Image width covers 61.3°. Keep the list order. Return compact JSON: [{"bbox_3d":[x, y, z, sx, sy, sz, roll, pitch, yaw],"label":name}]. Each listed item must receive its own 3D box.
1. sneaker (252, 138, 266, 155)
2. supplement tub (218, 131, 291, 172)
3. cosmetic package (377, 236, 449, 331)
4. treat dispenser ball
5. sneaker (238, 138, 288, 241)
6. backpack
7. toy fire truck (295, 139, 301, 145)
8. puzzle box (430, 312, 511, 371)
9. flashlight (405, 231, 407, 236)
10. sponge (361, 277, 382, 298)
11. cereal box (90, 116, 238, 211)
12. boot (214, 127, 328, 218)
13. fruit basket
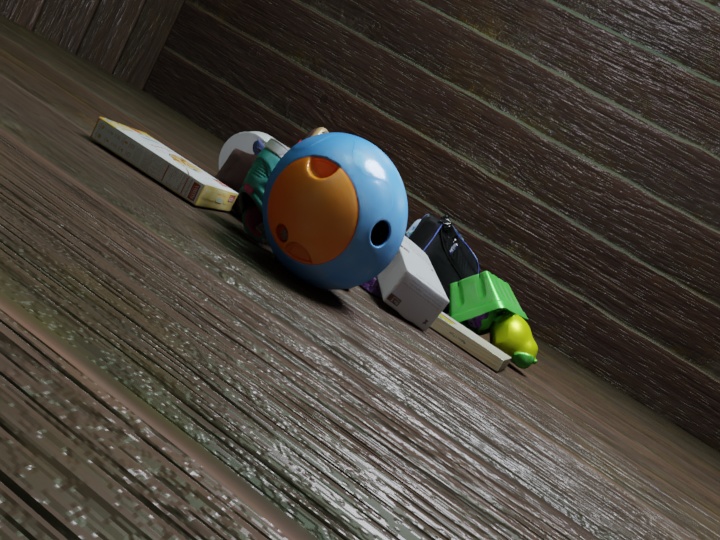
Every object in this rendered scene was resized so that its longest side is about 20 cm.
[{"bbox_3d":[-0.103,-0.191,1.090,0.196,0.080,0.075,26,17,4],"label":"sneaker"},{"bbox_3d":[-0.212,-0.215,1.315,0.142,0.147,0.200,31,6,10],"label":"supplement tub"},{"bbox_3d":[0.084,0.010,1.086,0.101,0.075,0.201,35,16,-20],"label":"cosmetic package"},{"bbox_3d":[-0.034,-0.078,0.812,0.197,0.205,0.201,29,6,-3],"label":"treat dispenser ball"},{"bbox_3d":[-0.118,-0.089,0.928,0.083,0.121,0.201,32,-13,39],"label":"sneaker"},{"bbox_3d":[0.175,-0.013,1.434,0.199,0.185,0.146,40,-4,-33],"label":"backpack"},{"bbox_3d":[-0.058,-0.175,1.282,0.198,0.049,0.142,36,-15,18],"label":"toy fire truck"},{"bbox_3d":[0.190,0.123,1.152,0.197,0.026,0.132,34,7,21],"label":"puzzle box"},{"bbox_3d":[0.066,-0.075,1.378,0.067,0.068,0.200,40,-3,-7],"label":"flashlight"},{"bbox_3d":[0.000,0.000,1.177,0.110,0.030,0.199,24,9,-45],"label":"sponge"},{"bbox_3d":[-0.299,-0.162,0.949,0.197,0.040,0.144,32,6,6],"label":"cereal box"},{"bbox_3d":[-0.158,-0.179,1.031,0.164,0.203,0.072,30,-5,26],"label":"boot"},{"bbox_3d":[0.288,0.121,1.301,0.215,0.152,0.221,43,37,-43],"label":"fruit basket"}]
